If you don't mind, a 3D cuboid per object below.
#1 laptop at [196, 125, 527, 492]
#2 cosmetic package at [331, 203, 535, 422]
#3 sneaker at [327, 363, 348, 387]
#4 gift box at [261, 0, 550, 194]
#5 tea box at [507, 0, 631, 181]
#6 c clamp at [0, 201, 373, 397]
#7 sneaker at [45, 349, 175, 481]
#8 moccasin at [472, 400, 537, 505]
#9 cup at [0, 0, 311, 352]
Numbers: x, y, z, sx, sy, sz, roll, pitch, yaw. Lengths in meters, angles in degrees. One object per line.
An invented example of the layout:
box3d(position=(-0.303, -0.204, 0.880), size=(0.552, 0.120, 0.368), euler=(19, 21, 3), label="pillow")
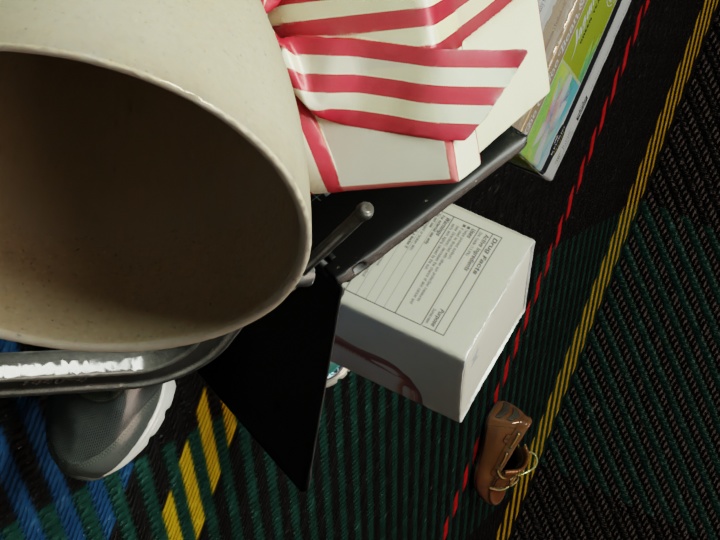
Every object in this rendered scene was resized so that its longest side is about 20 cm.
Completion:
box3d(position=(-0.019, -0.017, 0.948), size=(0.200, 0.187, 0.116), euler=(-37, 133, -10), label="laptop")
box3d(position=(0.000, 0.000, 1.065), size=(0.104, 0.199, 0.087), euler=(-55, 161, -28), label="cosmetic package")
box3d(position=(-0.003, -0.001, 1.301), size=(0.201, 0.077, 0.080), euler=(-62, 155, -15), label="sneaker")
box3d(position=(-0.006, -0.140, 0.797), size=(0.187, 0.199, 0.186), euler=(-41, 119, -59), label="gift box")
box3d(position=(0.117, -0.194, 1.299), size=(0.201, 0.133, 0.197), euler=(-67, 164, 3), label="tea box")
box3d(position=(-0.114, 0.014, 0.803), size=(0.199, 0.027, 0.171), euler=(-5, 152, -30), label="c clamp")
box3d(position=(-0.138, 0.014, 0.899), size=(0.085, 0.074, 0.201), euler=(21, 83, -68), label="sneaker")
box3d(position=(0.208, 0.265, 2.348), size=(0.074, 0.077, 0.202), euler=(-50, 158, -44), label="moccasin")
box3d(position=(-0.112, -0.078, 0.664), size=(0.201, 0.199, 0.144), euler=(88, 6, -57), label="cup")
